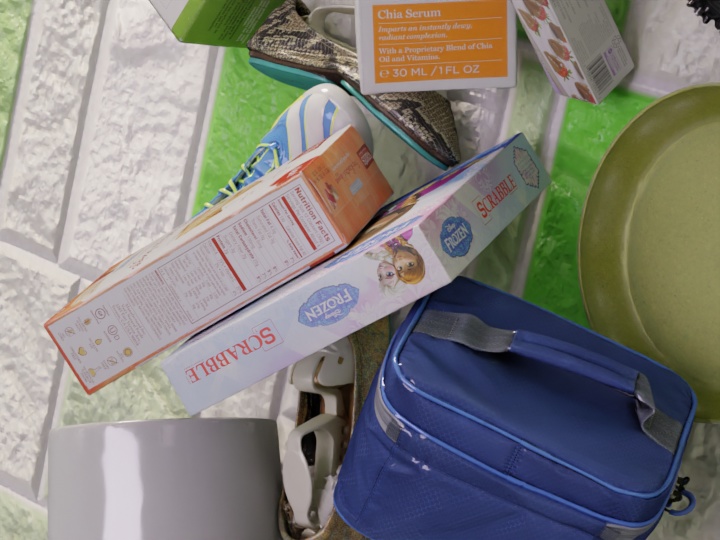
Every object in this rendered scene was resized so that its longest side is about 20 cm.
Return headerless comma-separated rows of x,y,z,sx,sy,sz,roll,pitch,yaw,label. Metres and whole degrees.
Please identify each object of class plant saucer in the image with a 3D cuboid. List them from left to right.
0.215,-0.010,1.588,0.200,0.031,0.200,0,89,44,plant saucer

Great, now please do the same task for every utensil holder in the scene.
-0.131,0.203,1.812,0.170,0.170,0.200,-9,82,43,utensil holder

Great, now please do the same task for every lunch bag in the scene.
0.099,0.100,1.561,0.200,0.136,0.132,23,127,4,lunch bag

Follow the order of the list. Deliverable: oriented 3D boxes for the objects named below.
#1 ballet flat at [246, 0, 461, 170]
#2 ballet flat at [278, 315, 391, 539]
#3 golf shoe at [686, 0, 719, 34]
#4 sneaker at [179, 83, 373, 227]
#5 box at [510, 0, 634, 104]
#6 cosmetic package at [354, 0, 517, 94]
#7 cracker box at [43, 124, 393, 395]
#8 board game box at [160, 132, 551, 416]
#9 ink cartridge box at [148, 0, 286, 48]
0.005,-0.135,1.771,0.200,0.068,0.075,31,89,41,ballet flat
-0.021,0.093,1.781,0.071,0.071,0.200,7,94,43,ballet flat
0.228,-0.182,1.565,0.094,0.078,0.200,-44,56,7,golf shoe
-0.063,-0.037,1.769,0.076,0.105,0.200,44,140,12,sneaker
0.106,-0.186,1.600,0.039,0.200,0.041,20,59,46,box
0.044,-0.212,1.646,0.071,0.101,0.200,-95,1,-60,cosmetic package
-0.087,-0.009,1.680,0.200,0.134,0.058,-29,97,19,cracker box
0.000,0.000,1.654,0.200,0.200,0.041,-28,96,27,board game box
-0.112,-0.275,1.871,0.148,0.076,0.200,-55,54,28,ink cartridge box
